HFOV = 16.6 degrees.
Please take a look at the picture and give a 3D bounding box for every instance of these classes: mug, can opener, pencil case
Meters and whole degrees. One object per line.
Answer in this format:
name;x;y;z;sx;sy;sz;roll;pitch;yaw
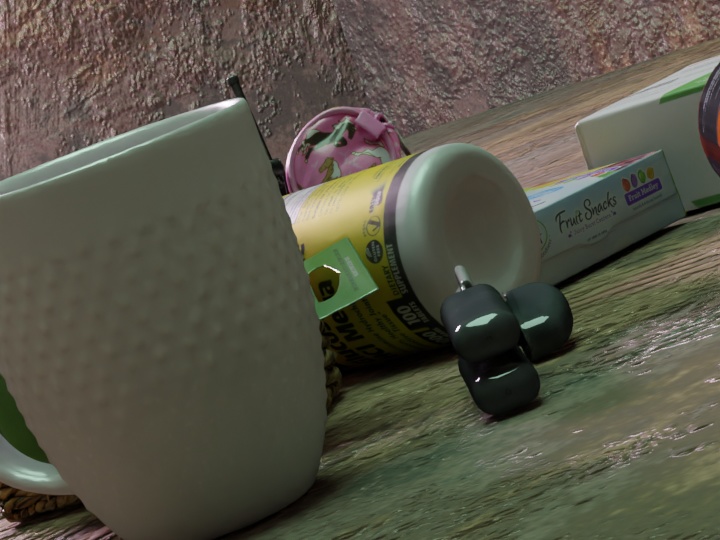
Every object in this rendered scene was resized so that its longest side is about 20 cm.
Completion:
mug;-0.112;0.035;1.127;0.199;0.176;0.148;-16;8;28
can opener;0.076;0.026;1.221;0.067;0.054;0.200;-21;6;0
pencil case;0.003;-0.047;1.767;0.086;0.083;0.200;-5;-19;7

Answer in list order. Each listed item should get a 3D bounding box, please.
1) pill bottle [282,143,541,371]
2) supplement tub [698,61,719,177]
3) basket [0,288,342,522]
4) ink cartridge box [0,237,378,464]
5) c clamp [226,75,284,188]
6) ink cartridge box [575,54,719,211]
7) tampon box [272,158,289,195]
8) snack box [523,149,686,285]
pill bottle;0.000;0.000;1.461;0.200;0.113;0.112;-16;6;43
supplement tub;0.250;-0.081;1.391;0.107;0.107;0.200;-19;6;5
basket;-0.128;0.037;1.363;0.199;0.150;0.143;-18;5;11
ink cartridge box;-0.098;0.019;1.242;0.199;0.059;0.104;-28;16;-1
c clamp;-0.089;-0.041;1.599;0.027;0.171;0.200;-32;-4;24
ink cartridge box;0.262;-0.105;1.715;0.146;0.085;0.200;-16;6;33
tampon box;-0.143;0.012;1.802;0.150;0.127;0.200;-23;5;-33
snack box;0.097;-0.016;1.589;0.142;0.053;0.200;-16;6;45
